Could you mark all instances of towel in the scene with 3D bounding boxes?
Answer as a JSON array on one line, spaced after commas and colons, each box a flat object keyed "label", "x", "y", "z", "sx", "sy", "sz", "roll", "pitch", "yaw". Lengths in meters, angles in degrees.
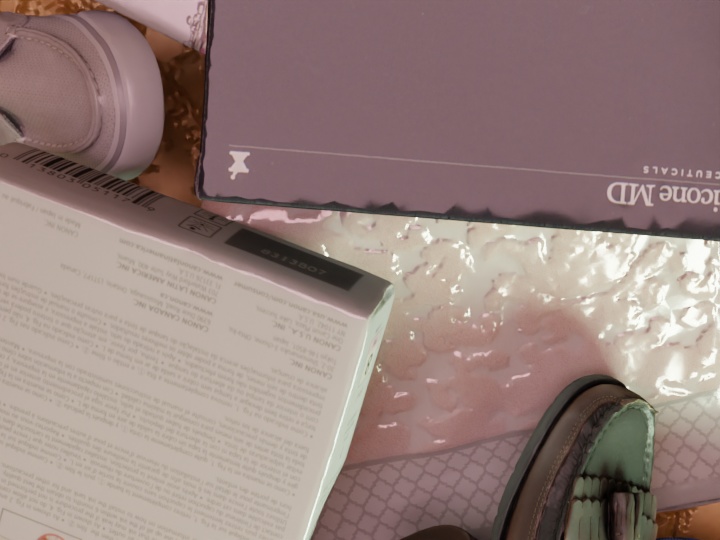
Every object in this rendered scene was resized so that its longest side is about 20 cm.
[{"label": "towel", "x": 0.053, "y": 0.033, "z": 0.778, "sx": 0.199, "sy": 0.032, "sz": 0.191, "roll": -12, "pitch": 122, "yaw": 4}]

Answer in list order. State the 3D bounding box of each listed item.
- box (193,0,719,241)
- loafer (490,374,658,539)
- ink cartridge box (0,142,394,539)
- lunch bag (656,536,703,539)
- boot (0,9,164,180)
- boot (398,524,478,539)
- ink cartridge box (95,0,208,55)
[{"label": "box", "x": 0.051, "y": -0.109, "z": 0.659, "sx": 0.199, "sy": 0.104, "sz": 0.183, "roll": 5, "pitch": 96, "yaw": 2}, {"label": "loafer", "x": 0.083, "y": 0.143, "z": 0.750, "sx": 0.063, "sy": 0.072, "sz": 0.201, "roll": 22, "pitch": 95, "yaw": 49}, {"label": "ink cartridge box", "x": -0.092, "y": 0.071, "z": 0.741, "sx": 0.162, "sy": 0.057, "sz": 0.200, "roll": 20, "pitch": 113, "yaw": 9}, {"label": "lunch bag", "x": 0.156, "y": 0.224, "z": 0.805, "sx": 0.160, "sy": 0.082, "sz": 0.201, "roll": 17, "pitch": 98, "yaw": -9}, {"label": "boot", "x": -0.163, "y": -0.071, "z": 0.798, "sx": 0.095, "sy": 0.200, "sz": 0.074, "roll": -9, "pitch": 102, "yaw": -32}, {"label": "boot", "x": -0.007, "y": 0.176, "z": 0.817, "sx": 0.199, "sy": 0.146, "sz": 0.070, "roll": -16, "pitch": 48, "yaw": 7}, {"label": "ink cartridge box", "x": -0.030, "y": -0.156, "z": 0.796, "sx": 0.200, "sy": 0.147, "sz": 0.146, "roll": 27, "pitch": 97, "yaw": 8}]
